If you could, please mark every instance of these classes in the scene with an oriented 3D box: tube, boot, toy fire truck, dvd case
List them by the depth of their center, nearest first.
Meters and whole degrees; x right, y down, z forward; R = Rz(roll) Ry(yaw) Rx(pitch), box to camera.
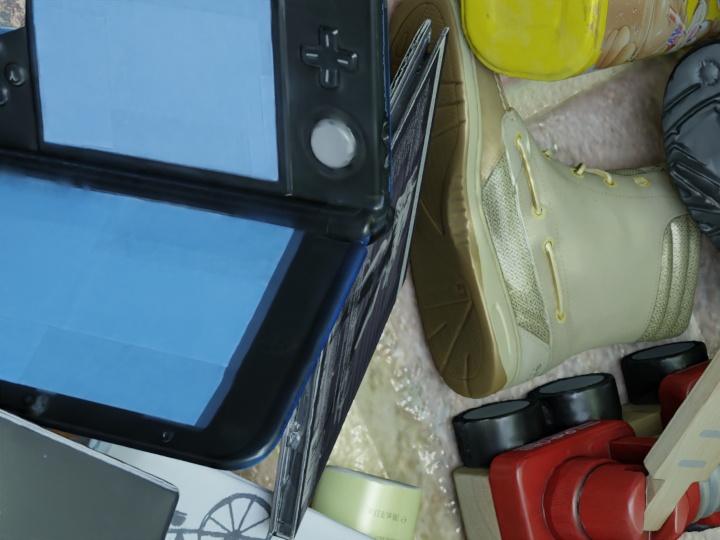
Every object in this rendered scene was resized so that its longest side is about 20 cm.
[{"bbox_3d":[0.000,0.000,1.000,0.200,0.016,0.149,-65,167,-52],"label":"dvd case"},{"bbox_3d":[-0.015,0.195,1.071,0.052,0.058,0.201,26,77,-72],"label":"tube"},{"bbox_3d":[0.161,0.083,1.097,0.175,0.200,0.130,-16,97,-32],"label":"toy fire truck"},{"bbox_3d":[0.095,-0.049,1.137,0.155,0.073,0.201,-13,92,-35],"label":"boot"},{"bbox_3d":[0.222,-0.038,1.176,0.199,0.073,0.162,61,18,-7],"label":"boot"}]

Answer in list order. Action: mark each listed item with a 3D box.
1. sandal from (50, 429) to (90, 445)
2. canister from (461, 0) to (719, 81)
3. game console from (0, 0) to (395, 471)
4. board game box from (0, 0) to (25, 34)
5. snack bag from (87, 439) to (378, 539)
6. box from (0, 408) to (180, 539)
[{"bbox_3d":[-0.098,0.116,1.012,0.079,0.059,0.208,-4,90,-33],"label":"sandal"},{"bbox_3d":[0.133,-0.173,1.108,0.200,0.086,0.150,-19,114,-53],"label":"canister"},{"bbox_3d":[-0.099,-0.041,0.862,0.118,0.199,0.172,-40,134,-53],"label":"game console"},{"bbox_3d":[-0.237,-0.134,0.850,0.159,0.200,0.098,3,87,-33],"label":"board game box"},{"bbox_3d":[-0.078,0.180,1.002,0.199,0.021,0.189,28,93,-28],"label":"snack bag"},{"bbox_3d":[-0.183,0.156,0.883,0.104,0.182,0.201,27,75,-30],"label":"box"}]
